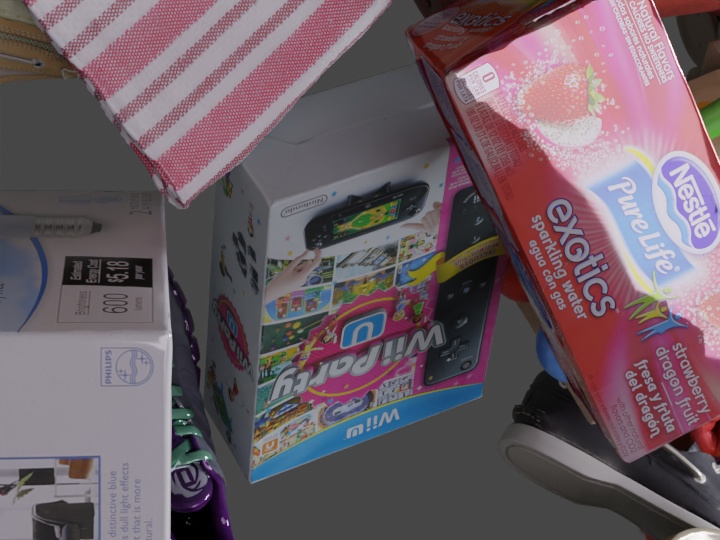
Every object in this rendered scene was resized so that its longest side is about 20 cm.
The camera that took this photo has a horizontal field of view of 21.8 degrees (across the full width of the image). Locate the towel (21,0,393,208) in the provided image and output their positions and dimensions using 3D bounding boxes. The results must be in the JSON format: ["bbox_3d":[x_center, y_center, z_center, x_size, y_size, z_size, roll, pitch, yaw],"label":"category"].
[{"bbox_3d":[-0.084,-0.146,0.804,0.146,0.030,0.200,-44,120,-15],"label":"towel"}]

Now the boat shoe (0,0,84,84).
[{"bbox_3d":[-0.159,-0.116,0.856,0.199,0.072,0.076,19,119,-31],"label":"boat shoe"}]

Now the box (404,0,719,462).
[{"bbox_3d":[0.107,-0.032,0.827,0.095,0.100,0.201,-27,110,1],"label":"box"}]

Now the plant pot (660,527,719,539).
[{"bbox_3d":[0.158,0.241,1.036,0.186,0.188,0.200,4,136,-31],"label":"plant pot"}]

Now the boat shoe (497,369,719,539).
[{"bbox_3d":[0.178,0.124,1.077,0.061,0.199,0.074,-59,170,-21],"label":"boat shoe"}]

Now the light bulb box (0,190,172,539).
[{"bbox_3d":[-0.180,0.049,0.783,0.198,0.198,0.126,0,108,-8],"label":"light bulb box"}]

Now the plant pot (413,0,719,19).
[{"bbox_3d":[0.121,-0.203,0.914,0.194,0.201,0.202,-15,114,-16],"label":"plant pot"}]

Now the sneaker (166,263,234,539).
[{"bbox_3d":[-0.098,0.069,0.934,0.074,0.087,0.201,-25,118,-20],"label":"sneaker"}]

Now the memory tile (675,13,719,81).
[{"bbox_3d":[0.227,-0.053,1.042,0.017,0.153,0.201,-20,118,-11],"label":"memory tile"}]

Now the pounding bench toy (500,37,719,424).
[{"bbox_3d":[0.154,-0.038,0.962,0.155,0.125,0.201,-22,151,-15],"label":"pounding bench toy"}]

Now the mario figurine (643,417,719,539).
[{"bbox_3d":[0.249,0.114,1.136,0.123,0.106,0.201,26,84,0],"label":"mario figurine"}]

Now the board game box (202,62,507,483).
[{"bbox_3d":[0.000,0.000,0.937,0.147,0.064,0.201,-19,141,-23],"label":"board game box"}]
